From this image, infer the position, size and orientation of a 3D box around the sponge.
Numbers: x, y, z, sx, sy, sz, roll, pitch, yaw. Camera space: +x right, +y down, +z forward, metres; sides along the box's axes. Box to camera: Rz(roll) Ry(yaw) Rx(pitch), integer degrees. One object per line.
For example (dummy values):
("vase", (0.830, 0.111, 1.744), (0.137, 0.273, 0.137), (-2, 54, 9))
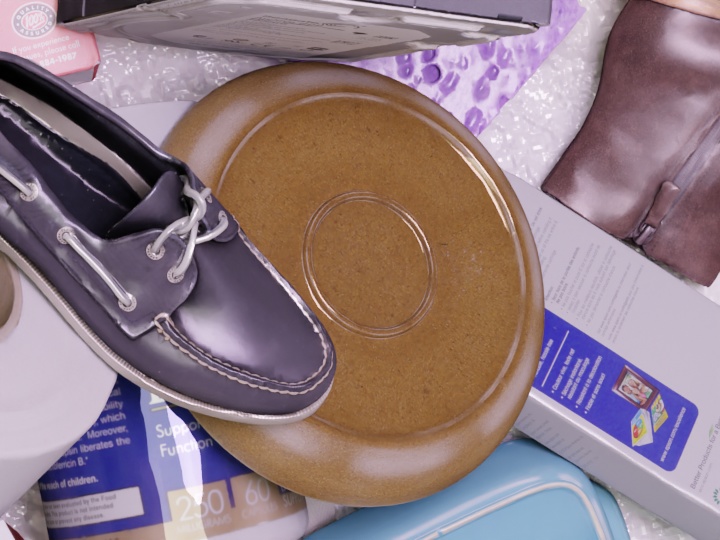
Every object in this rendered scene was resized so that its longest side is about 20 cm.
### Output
("sponge", (-0.004, -0.146, 1.049), (0.200, 0.030, 0.112), (40, 84, -6))

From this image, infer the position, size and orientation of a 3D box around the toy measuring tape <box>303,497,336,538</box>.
("toy measuring tape", (-0.007, 0.033, 1.018), (0.073, 0.074, 0.201), (-7, 89, -9))

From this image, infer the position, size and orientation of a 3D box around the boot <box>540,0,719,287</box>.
("boot", (0.204, -0.067, 1.070), (0.199, 0.072, 0.167), (25, 96, -8))

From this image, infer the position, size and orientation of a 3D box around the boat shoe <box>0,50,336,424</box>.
("boat shoe", (-0.086, -0.012, 0.864), (0.200, 0.063, 0.073), (38, 58, -8))

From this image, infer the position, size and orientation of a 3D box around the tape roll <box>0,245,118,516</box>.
("tape roll", (-0.192, 0.009, 0.857), (0.202, 0.203, 0.071), (44, 117, -5))

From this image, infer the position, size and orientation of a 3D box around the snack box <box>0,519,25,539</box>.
("snack box", (-0.150, 0.156, 0.930), (0.072, 0.200, 0.024), (-31, 69, -6))

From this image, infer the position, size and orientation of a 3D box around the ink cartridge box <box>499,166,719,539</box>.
("ink cartridge box", (0.106, 0.035, 1.037), (0.200, 0.039, 0.100), (33, 61, -7))

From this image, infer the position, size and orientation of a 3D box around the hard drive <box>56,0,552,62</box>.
("hard drive", (-0.029, -0.114, 0.913), (0.139, 0.200, 0.038), (4, 89, -27))

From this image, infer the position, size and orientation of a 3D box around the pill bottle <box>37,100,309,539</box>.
("pill bottle", (-0.096, 0.032, 0.984), (0.115, 0.116, 0.201), (-12, 89, -9))

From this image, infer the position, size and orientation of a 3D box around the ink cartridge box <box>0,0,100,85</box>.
("ink cartridge box", (-0.198, -0.171, 1.002), (0.116, 0.067, 0.201), (-15, 91, -9))

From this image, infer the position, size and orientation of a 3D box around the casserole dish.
("casserole dish", (0.045, 0.157, 1.021), (0.199, 0.039, 0.122), (-23, 100, -19))

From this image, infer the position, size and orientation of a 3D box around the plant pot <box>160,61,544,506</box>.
("plant pot", (0.000, 0.000, 0.956), (0.199, 0.027, 0.201), (10, 69, -27))
